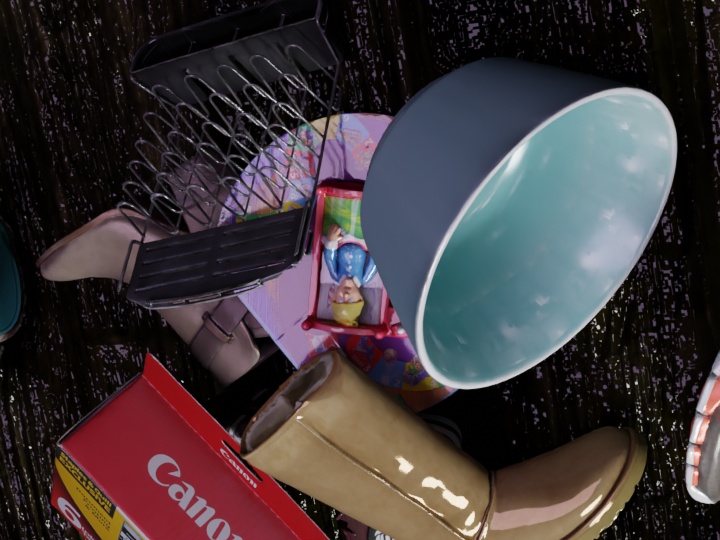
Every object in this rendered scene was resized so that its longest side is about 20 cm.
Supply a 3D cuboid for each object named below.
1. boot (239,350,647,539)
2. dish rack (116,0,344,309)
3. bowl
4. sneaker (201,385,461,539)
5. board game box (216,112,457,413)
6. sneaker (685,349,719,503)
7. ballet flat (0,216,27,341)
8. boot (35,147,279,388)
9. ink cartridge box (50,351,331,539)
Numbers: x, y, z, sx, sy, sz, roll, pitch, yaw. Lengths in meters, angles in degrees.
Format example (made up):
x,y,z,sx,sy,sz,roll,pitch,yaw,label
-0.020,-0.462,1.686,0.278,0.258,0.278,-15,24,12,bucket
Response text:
x,y,z,sx,sy,sz,roll,pitch,yaw,label
0.052,0.114,0.993,0.199,0.066,0.175,37,113,-17,boot
-0.088,-0.072,1.009,0.152,0.201,0.055,-12,142,31,dish rack
0.078,-0.043,0.929,0.105,0.200,0.202,43,123,34,bowl
-0.025,0.150,1.100,0.198,0.076,0.117,7,112,26,sneaker
0.000,0.000,1.019,0.158,0.039,0.200,-39,91,11,board game box
0.246,0.057,0.921,0.081,0.077,0.202,22,116,14,sneaker
-0.312,-0.036,1.212,0.201,0.075,0.064,64,153,2,ballet flat
-0.122,0.013,1.111,0.199,0.070,0.147,-29,91,31,boot
-0.118,0.178,1.108,0.200,0.084,0.176,44,153,11,ink cartridge box
